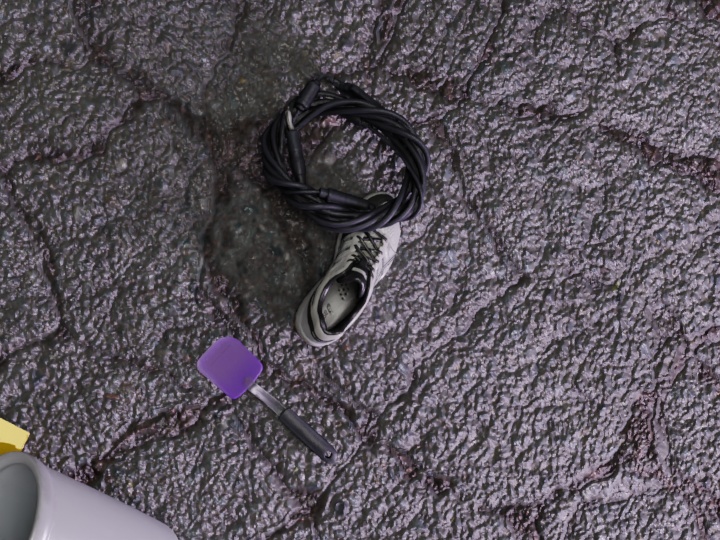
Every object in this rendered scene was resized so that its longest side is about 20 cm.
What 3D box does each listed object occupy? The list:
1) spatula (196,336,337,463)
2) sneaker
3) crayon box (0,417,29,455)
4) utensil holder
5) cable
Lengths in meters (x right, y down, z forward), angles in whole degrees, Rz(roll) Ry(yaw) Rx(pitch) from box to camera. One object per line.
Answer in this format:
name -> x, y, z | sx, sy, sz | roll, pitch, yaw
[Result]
spatula -> -0.100, 0.154, 1.792 | 0.200, 0.021, 0.057 | 43, 90, -15
sneaker -> 0.000, 0.000, 1.793 | 0.075, 0.088, 0.201 | 29, 79, -13
crayon box -> -0.482, 0.204, 1.652 | 0.199, 0.058, 0.173 | 29, 81, -15
utensil holder -> -0.308, 0.303, 1.620 | 0.200, 0.169, 0.171 | 32, 79, -37
cable -> -0.015, -0.124, 1.782 | 0.200, 0.051, 0.163 | 41, 71, 6
